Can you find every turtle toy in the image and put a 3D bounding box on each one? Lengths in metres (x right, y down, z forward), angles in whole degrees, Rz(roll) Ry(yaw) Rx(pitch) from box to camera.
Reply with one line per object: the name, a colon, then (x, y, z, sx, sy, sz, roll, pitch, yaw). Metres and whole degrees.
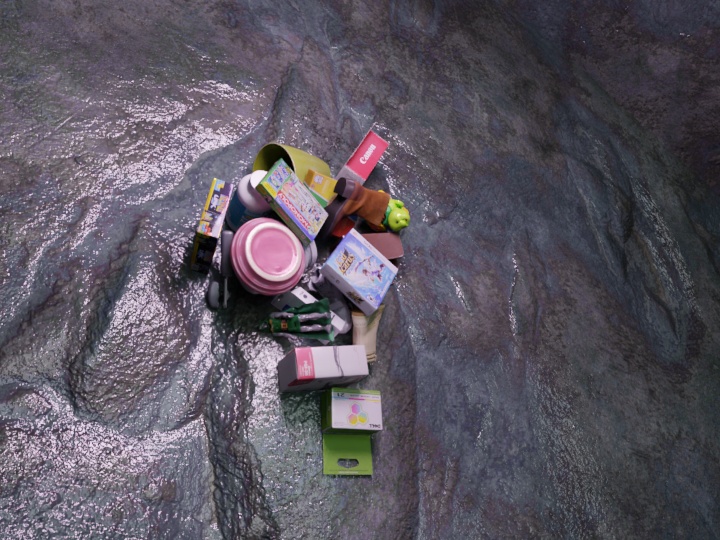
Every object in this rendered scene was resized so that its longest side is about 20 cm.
turtle toy: (0.077, -0.173, 1.739, 0.145, 0.199, 0.102, 31, 74, -38)

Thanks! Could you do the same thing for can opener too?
can opener: (-0.362, -0.001, 1.443, 0.066, 0.053, 0.203, 0, 92, -15)

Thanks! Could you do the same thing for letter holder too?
letter holder: (0.028, -0.027, 1.683, 0.198, 0.101, 0.144, -5, 70, -30)

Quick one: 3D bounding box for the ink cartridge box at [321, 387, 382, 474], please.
ink cartridge box: (-0.020, 0.416, 1.444, 0.146, 0.076, 0.202, 10, 60, -24)

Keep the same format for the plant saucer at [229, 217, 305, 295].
plant saucer: (-0.225, -0.041, 1.403, 0.198, 0.051, 0.203, 11, 68, -29)

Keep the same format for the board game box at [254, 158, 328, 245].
board game box: (-0.176, -0.180, 1.466, 0.200, 0.029, 0.135, 49, 37, -20)

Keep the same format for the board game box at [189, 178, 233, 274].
board game box: (-0.384, -0.109, 1.436, 0.056, 0.200, 0.167, 17, 59, -14)

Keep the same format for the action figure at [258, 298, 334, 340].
action figure: (-0.175, 0.140, 1.467, 0.055, 0.197, 0.120, -52, 135, -72)

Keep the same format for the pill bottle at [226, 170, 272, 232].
pill bottle: (-0.294, -0.188, 1.526, 0.110, 0.200, 0.112, 12, 60, -22)

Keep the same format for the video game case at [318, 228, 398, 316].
video game case: (0.000, 0.000, 1.534, 0.181, 0.045, 0.200, 41, 38, -6)

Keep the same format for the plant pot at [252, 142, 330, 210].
plant pot: (-0.186, -0.279, 1.662, 0.199, 0.187, 0.189, -12, 71, -50)

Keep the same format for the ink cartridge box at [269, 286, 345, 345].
ink cartridge box: (-0.145, 0.113, 1.515, 0.199, 0.099, 0.039, 38, 47, -8)

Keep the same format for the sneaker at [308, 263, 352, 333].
sneaker: (-0.086, 0.075, 1.558, 0.115, 0.075, 0.202, 26, 46, -52)

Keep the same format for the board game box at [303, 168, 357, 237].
board game box: (-0.090, -0.187, 1.611, 0.198, 0.040, 0.155, 14, 103, -40)

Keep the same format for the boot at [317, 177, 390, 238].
boot: (-0.020, -0.162, 1.618, 0.199, 0.068, 0.190, 14, 101, -48)

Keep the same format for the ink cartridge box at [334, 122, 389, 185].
ink cartridge box: (0.005, -0.347, 1.785, 0.083, 0.176, 0.201, 35, 55, -7)

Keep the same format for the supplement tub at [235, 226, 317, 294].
supplement tub: (-0.232, -0.036, 1.516, 0.199, 0.145, 0.146, -26, 79, -35)

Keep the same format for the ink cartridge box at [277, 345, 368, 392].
ink cartridge box: (-0.097, 0.253, 1.441, 0.198, 0.146, 0.084, 2, 65, -27)

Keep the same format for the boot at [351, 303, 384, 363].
boot: (0.023, 0.174, 1.586, 0.072, 0.200, 0.158, 1, 97, 14)
